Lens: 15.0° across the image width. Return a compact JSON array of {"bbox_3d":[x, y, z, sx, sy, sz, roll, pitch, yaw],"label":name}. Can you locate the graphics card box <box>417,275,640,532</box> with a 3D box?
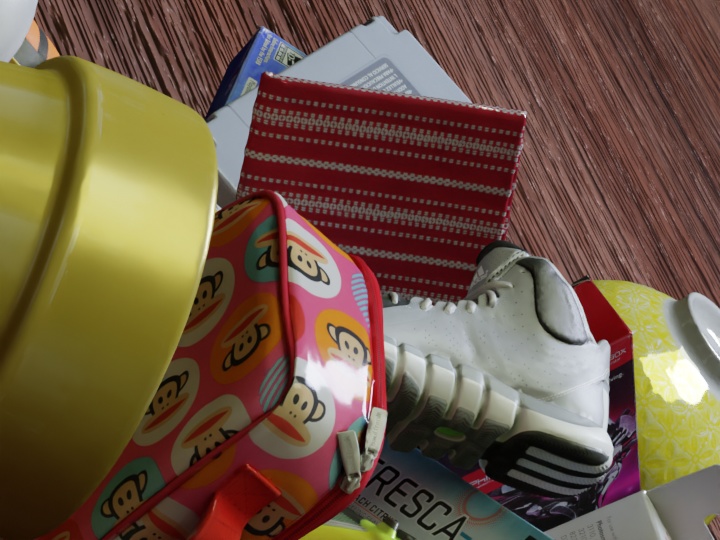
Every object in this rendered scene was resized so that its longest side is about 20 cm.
[{"bbox_3d":[0.085,0.107,1.452,0.051,0.125,0.201,53,-19,38],"label":"graphics card box"}]

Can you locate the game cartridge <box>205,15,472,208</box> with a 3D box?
[{"bbox_3d":[-0.005,-0.056,1.515,0.133,0.042,0.200,52,44,3],"label":"game cartridge"}]

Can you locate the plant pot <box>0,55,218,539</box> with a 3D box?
[{"bbox_3d":[-0.187,-0.014,1.132,0.188,0.201,0.201,25,31,-24],"label":"plant pot"}]

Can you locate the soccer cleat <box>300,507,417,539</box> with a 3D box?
[{"bbox_3d":[-0.014,0.146,1.267,0.200,0.084,0.065,33,-6,43],"label":"soccer cleat"}]

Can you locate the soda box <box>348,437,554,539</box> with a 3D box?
[{"bbox_3d":[0.026,0.136,1.347,0.200,0.068,0.064,32,-26,45],"label":"soda box"}]

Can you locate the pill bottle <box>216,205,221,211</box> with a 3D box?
[{"bbox_3d":[-0.106,0.010,1.340,0.200,0.111,0.112,41,24,-21],"label":"pill bottle"}]

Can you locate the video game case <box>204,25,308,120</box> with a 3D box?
[{"bbox_3d":[-0.017,-0.020,1.537,0.181,0.045,0.201,33,44,-13],"label":"video game case"}]

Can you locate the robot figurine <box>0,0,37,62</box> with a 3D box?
[{"bbox_3d":[-0.220,-0.138,1.264,0.113,0.170,0.200,36,-11,-31],"label":"robot figurine"}]

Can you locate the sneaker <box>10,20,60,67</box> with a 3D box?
[{"bbox_3d":[-0.194,-0.109,1.431,0.201,0.070,0.090,55,7,5],"label":"sneaker"}]

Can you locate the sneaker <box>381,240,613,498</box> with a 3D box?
[{"bbox_3d":[0.035,0.028,1.333,0.199,0.075,0.116,23,55,-16],"label":"sneaker"}]

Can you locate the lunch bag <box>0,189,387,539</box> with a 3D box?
[{"bbox_3d":[-0.078,0.078,1.181,0.082,0.200,0.177,38,29,-30],"label":"lunch bag"}]

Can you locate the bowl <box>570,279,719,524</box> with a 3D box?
[{"bbox_3d":[0.213,0.078,1.907,0.200,0.107,0.201,44,23,-23],"label":"bowl"}]

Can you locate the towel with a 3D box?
[{"bbox_3d":[0.000,0.000,1.418,0.144,0.201,0.023,7,22,-11],"label":"towel"}]

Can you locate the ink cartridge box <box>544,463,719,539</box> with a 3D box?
[{"bbox_3d":[0.117,0.188,1.381,0.115,0.199,0.068,57,13,-43],"label":"ink cartridge box"}]
